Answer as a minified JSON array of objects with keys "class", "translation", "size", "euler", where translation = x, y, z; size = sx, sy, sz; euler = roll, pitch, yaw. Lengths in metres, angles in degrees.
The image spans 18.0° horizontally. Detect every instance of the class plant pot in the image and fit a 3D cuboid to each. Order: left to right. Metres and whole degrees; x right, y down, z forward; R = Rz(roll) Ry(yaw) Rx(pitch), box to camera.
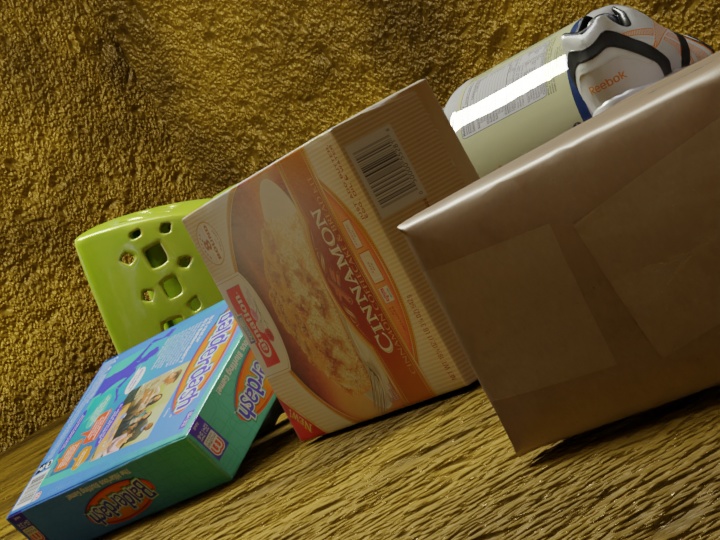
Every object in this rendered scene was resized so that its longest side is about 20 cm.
[{"class":"plant pot","translation":[-0.157,0.016,2.344],"size":[0.181,0.200,0.199],"euler":[-21,4,10]}]

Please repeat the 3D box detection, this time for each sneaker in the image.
[{"class":"sneaker","translation":[0.183,-0.139,1.469],"size":[0.074,0.080,0.200],"euler":[-29,1,20]}]

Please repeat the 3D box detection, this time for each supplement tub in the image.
[{"class":"supplement tub","translation":[0.155,-0.106,1.786],"size":[0.200,0.145,0.145],"euler":[-27,3,38]}]

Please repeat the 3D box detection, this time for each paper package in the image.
[{"class":"paper package","translation":[0.148,-0.031,0.845],"size":[0.191,0.104,0.200],"euler":[-29,1,-40]}]

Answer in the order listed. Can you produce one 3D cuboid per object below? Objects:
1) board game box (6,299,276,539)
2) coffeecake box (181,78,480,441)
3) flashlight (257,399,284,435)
[{"class":"board game box","translation":[-0.128,0.094,1.470],"size":[0.200,0.045,0.152],"euler":[-27,26,44]},{"class":"coffeecake box","translation":[0.000,0.000,1.274],"size":[0.073,0.154,0.200],"euler":[-30,2,-30]},{"class":"flashlight","translation":[-0.029,0.051,1.566],"size":[0.200,0.068,0.068],"euler":[-28,4,3]}]
